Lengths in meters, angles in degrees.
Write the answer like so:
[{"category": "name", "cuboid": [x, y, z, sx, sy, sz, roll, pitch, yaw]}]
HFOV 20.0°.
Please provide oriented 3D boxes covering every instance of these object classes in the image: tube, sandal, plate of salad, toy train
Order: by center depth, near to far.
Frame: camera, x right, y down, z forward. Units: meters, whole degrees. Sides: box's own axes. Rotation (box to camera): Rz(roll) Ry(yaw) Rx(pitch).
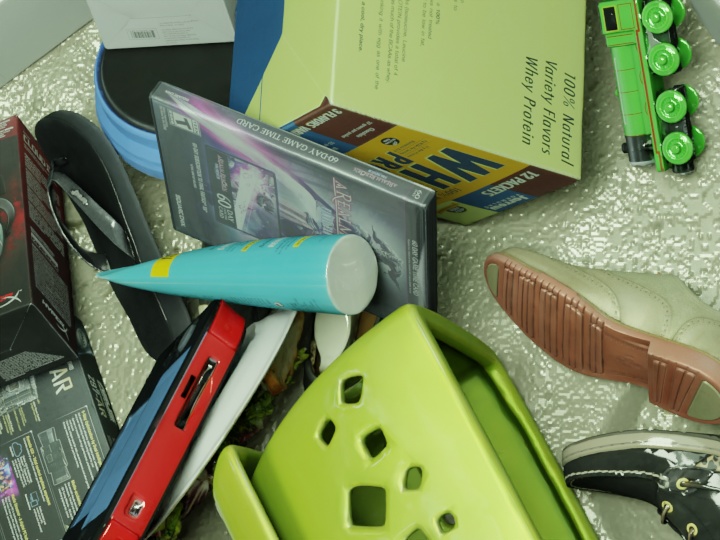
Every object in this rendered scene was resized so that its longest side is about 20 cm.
[{"category": "tube", "cuboid": [-0.079, 0.002, 1.339, 0.199, 0.077, 0.051, 1, 92, 40]}, {"category": "plate of salad", "cuboid": [-0.090, 0.106, 1.350, 0.048, 0.200, 0.201, 35, 84, -8]}, {"category": "toy train", "cuboid": [0.192, -0.162, 1.386, 0.056, 0.042, 0.202, -5, 101, 28]}, {"category": "sandal", "cuboid": [-0.182, -0.027, 1.446, 0.043, 0.076, 0.201, -22, 76, -31]}]

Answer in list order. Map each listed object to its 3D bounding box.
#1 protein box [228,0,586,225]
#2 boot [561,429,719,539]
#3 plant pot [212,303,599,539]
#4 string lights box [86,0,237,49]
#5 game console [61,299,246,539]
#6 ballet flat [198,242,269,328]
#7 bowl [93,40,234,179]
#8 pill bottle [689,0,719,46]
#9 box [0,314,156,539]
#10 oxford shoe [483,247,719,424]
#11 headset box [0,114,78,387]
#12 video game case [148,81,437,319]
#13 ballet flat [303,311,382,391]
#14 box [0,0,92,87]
[{"category": "protein box", "cuboid": [0.033, -0.159, 1.362, 0.135, 0.198, 0.201, -21, 61, 54]}, {"category": "boot", "cuboid": [0.221, 0.184, 1.301, 0.198, 0.073, 0.152, 5, 75, 10]}, {"category": "plant pot", "cuboid": [0.031, 0.163, 1.293, 0.181, 0.199, 0.201, -33, 70, 10]}, {"category": "string lights box", "cuboid": [-0.126, -0.254, 1.488, 0.102, 0.059, 0.201, -2, 50, 14]}, {"category": "game console", "cuboid": [-0.147, 0.120, 1.320, 0.031, 0.177, 0.201, 33, 65, -13]}, {"category": "ballet flat", "cuboid": [-0.088, -0.037, 1.459, 0.056, 0.066, 0.202, -15, 61, 41]}, {"category": "bowl", "cuboid": [-0.098, -0.150, 1.458, 0.198, 0.040, 0.202, -9, 48, 10]}, {"category": "pill bottle", "cuboid": [0.320, -0.226, 1.373, 0.199, 0.113, 0.113, -39, 68, 0]}, {"category": "box", "cuboid": [-0.245, 0.148, 1.444, 0.159, 0.044, 0.201, -25, 69, 6]}, {"category": "oxford shoe", "cuboid": [0.176, 0.031, 1.369, 0.199, 0.071, 0.074, 29, 58, 21]}, {"category": "headset box", "cuboid": [-0.289, -0.009, 1.459, 0.147, 0.077, 0.201, -20, 51, 10]}, {"category": "video game case", "cuboid": [-0.042, -0.039, 1.322, 0.198, 0.143, 0.019, 23, 59, 18]}, {"category": "ballet flat", "cuboid": [0.000, 0.000, 1.412, 0.067, 0.068, 0.202, 5, 75, 14]}, {"category": "box", "cuboid": [-0.303, -0.210, 1.538, 0.199, 0.098, 0.125, -35, 68, 3]}]
